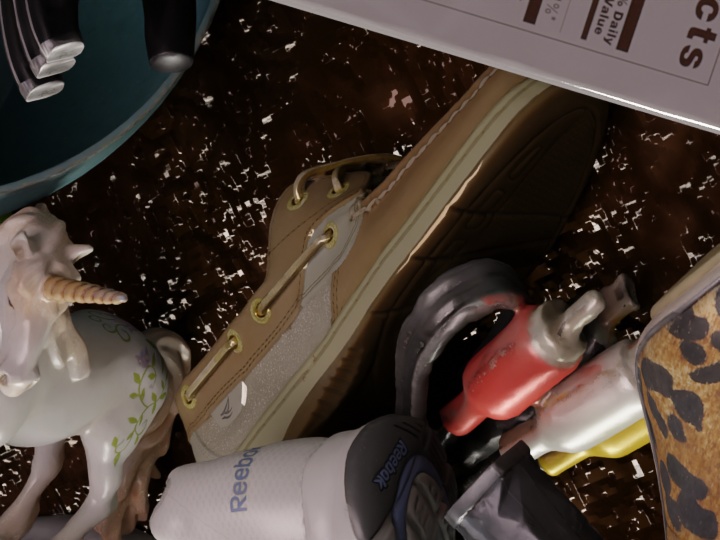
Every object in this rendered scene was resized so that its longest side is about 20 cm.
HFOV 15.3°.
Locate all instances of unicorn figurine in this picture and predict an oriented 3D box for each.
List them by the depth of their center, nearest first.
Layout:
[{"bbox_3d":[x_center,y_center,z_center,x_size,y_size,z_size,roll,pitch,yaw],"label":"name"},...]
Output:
[{"bbox_3d":[-0.108,0.042,0.848,0.074,0.200,0.137,32,99,9],"label":"unicorn figurine"}]

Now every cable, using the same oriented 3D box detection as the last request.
[{"bbox_3d":[0.027,0.064,0.833,0.200,0.097,0.050,-48,42,30],"label":"cable"}]

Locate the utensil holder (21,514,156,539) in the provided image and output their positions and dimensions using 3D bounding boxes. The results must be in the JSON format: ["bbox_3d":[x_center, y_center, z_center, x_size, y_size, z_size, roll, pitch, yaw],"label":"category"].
[{"bbox_3d":[-0.143,0.194,0.912,0.170,0.200,0.170,10,110,30],"label":"utensil holder"}]

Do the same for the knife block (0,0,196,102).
[{"bbox_3d":[-0.076,-0.149,0.763,0.200,0.064,0.176,-125,43,-62],"label":"knife block"}]

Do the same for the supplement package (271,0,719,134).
[{"bbox_3d":[0.049,-0.109,0.620,0.200,0.121,0.120,16,101,-6],"label":"supplement package"}]

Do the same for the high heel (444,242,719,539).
[{"bbox_3d":[0.128,0.062,0.728,0.143,0.071,0.200,47,126,7],"label":"high heel"}]

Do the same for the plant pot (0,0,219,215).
[{"bbox_3d":[-0.149,-0.096,0.848,0.200,0.200,0.135,54,161,6],"label":"plant pot"}]

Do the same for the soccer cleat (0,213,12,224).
[{"bbox_3d":[-0.213,-0.014,0.929,0.200,0.068,0.081,20,129,-10],"label":"soccer cleat"}]

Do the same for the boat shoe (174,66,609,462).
[{"bbox_3d":[0.000,0.000,0.836,0.066,0.074,0.200,52,122,25],"label":"boat shoe"}]

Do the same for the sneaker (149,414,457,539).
[{"bbox_3d":[-0.002,0.114,0.839,0.087,0.075,0.200,-1,136,20],"label":"sneaker"}]
